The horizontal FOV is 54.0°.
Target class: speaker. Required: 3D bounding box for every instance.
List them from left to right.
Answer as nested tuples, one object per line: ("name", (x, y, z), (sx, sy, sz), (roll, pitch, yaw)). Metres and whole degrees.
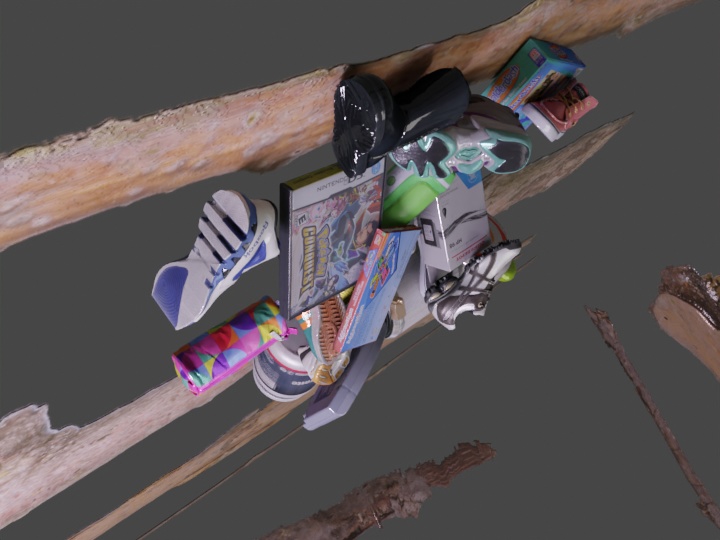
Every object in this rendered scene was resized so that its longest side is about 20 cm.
("speaker", (0.050, -0.104, 1.080), (0.200, 0.089, 0.088), (-42, 166, 15))

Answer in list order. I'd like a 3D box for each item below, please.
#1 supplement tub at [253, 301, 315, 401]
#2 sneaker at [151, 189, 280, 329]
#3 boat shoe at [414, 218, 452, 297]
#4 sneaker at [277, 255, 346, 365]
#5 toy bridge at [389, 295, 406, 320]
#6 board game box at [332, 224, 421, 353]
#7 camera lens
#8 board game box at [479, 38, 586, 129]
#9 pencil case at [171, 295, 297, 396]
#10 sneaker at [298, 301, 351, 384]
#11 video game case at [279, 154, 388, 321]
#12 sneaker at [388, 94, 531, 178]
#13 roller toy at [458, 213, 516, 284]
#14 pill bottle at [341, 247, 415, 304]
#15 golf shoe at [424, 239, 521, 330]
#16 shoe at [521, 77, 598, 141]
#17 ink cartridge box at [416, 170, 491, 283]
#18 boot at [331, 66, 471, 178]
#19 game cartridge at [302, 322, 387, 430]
("supplement tub", (-0.124, 0.150, 1.312), (0.139, 0.141, 0.201), (-29, 163, -31))
("sneaker", (-0.155, -0.014, 0.846), (0.200, 0.081, 0.114), (-48, 161, 28))
("boat shoe", (0.143, -0.040, 1.309), (0.069, 0.205, 0.066), (-4, -172, -34))
("sneaker", (-0.075, 0.048, 1.072), (0.071, 0.079, 0.204), (-34, 126, -37))
("toy bridge", (0.004, 0.043, 1.310), (0.198, 0.069, 0.027), (8, -154, 44))
("board game box", (0.025, 0.027, 1.073), (0.102, 0.019, 0.203), (-12, 128, -55))
("camera lens", (0.080, 0.027, 1.409), (0.198, 0.161, 0.161), (-31, 165, -29))
("board game box", (0.266, -0.290, 1.132), (0.152, 0.045, 0.199), (-47, 165, 31))
("pencil case", (-0.203, 0.119, 1.137), (0.198, 0.089, 0.089), (-32, 165, -22))
("sneaker", (-0.033, 0.086, 1.163), (0.201, 0.088, 0.075), (-51, 139, 2))
("video game case", (-0.037, -0.051, 0.968), (0.179, 0.025, 0.203), (-28, 135, -39))
("sneaker", (0.132, -0.198, 0.989), (0.195, 0.142, 0.079), (3, 135, -3))
("roller toy", (0.223, -0.037, 1.535), (0.180, 0.202, 0.140), (-13, 153, -38))
("pill bottle", (0.000, 0.000, 1.217), (0.200, 0.113, 0.112), (-45, 165, 25))
("golf shoe", (0.208, 0.024, 1.232), (0.199, 0.095, 0.078), (-36, 174, 13))
("shoe", (0.320, -0.262, 1.127), (0.091, 0.072, 0.199), (-45, 170, 22))
("ink cartridge box", (0.162, -0.082, 1.225), (0.115, 0.066, 0.204), (-30, 120, -30))
("boot", (0.053, -0.194, 0.816), (0.166, 0.077, 0.200), (-32, 172, -13))
("game cartridge", (-0.023, 0.174, 1.214), (0.133, 0.041, 0.202), (-45, -167, 53))
